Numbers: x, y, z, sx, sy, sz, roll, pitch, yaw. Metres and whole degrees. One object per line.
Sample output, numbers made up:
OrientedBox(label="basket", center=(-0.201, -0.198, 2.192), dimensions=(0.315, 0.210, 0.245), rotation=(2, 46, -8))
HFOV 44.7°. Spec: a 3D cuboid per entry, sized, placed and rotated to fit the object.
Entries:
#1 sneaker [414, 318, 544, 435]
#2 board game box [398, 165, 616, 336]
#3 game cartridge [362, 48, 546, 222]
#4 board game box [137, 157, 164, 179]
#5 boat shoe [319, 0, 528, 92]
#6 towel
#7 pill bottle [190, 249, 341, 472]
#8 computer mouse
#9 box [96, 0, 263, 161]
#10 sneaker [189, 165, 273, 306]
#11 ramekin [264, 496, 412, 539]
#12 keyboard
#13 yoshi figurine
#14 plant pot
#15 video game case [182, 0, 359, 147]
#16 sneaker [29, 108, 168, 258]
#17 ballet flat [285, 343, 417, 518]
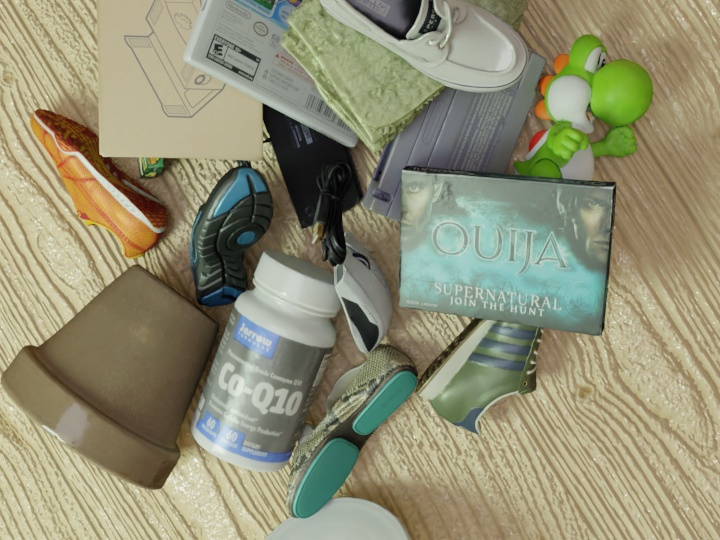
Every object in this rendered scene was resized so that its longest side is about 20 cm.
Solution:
OrientedBox(label="sneaker", center=(0.151, 0.080, 0.882), dimensions=(0.090, 0.067, 0.201), rotation=(43, 101, -2))
OrientedBox(label="board game box", center=(0.131, -0.021, 0.813), dimensions=(0.195, 0.028, 0.139), rotation=(7, 108, 21))
OrientedBox(label="game cartridge", center=(0.094, -0.136, 0.862), dimensions=(0.127, 0.038, 0.204), rotation=(18, 100, -27))
OrientedBox(label="board game box", center=(-0.236, -0.203, 0.921), dimensions=(0.023, 0.105, 0.205), rotation=(-10, 91, -15))
OrientedBox(label="boat shoe", center=(0.055, -0.212, 0.743), dimensions=(0.197, 0.066, 0.073), rotation=(29, 98, -4))
OrientedBox(label="towel", center=(0.038, -0.224, 0.793), dimensions=(0.199, 0.037, 0.149), rotation=(-40, 98, 6))
OrientedBox(label="pill bottle", center=(-0.091, 0.091, 0.903), dimensions=(0.112, 0.114, 0.204), rotation=(22, 98, 9))
OrientedBox(label="computer mouse", center=(0.000, 0.000, 0.858), dimensions=(0.043, 0.111, 0.202), rotation=(-10, 135, 12))
OrientedBox(label="box", center=(-0.172, -0.211, 0.845), dimensions=(0.159, 0.021, 0.205), rotation=(2, 100, -1))
OrientedBox(label="sneaker", center=(-0.142, -0.045, 0.877), dimensions=(0.072, 0.201, 0.083), rotation=(-8, 60, -27))
OrientedBox(label="ramekin", center=(-0.022, 0.340, 0.872), dimensions=(0.198, 0.205, 0.095), rotation=(-19, 128, 12))
OrientedBox(label="keyboard", center=(-0.081, -0.139, 0.895), dimensions=(0.125, 0.021, 0.204), rotation=(-21, 108, -7))
OrientedBox(label="yoshi figurine", center=(0.219, -0.120, 0.837), dimensions=(0.109, 0.112, 0.205), rotation=(13, 94, -6))
OrientedBox(label="plant pot", center=(-0.238, 0.098, 0.910), dimensions=(0.198, 0.200, 0.176), rotation=(35, 83, 7))
OrientedBox(label="video game case", center=(-0.052, -0.244, 0.845), dimensions=(0.197, 0.024, 0.186), rotation=(22, 87, -33))
OrientedBox(label="sneaker", center=(-0.299, -0.095, 0.957), dimensions=(0.200, 0.073, 0.077), rotation=(48, 111, 8))
OrientedBox(label="ballet flat", center=(-0.020, 0.162, 0.917), dimensions=(0.201, 0.068, 0.075), rotation=(-52, 44, -1))
